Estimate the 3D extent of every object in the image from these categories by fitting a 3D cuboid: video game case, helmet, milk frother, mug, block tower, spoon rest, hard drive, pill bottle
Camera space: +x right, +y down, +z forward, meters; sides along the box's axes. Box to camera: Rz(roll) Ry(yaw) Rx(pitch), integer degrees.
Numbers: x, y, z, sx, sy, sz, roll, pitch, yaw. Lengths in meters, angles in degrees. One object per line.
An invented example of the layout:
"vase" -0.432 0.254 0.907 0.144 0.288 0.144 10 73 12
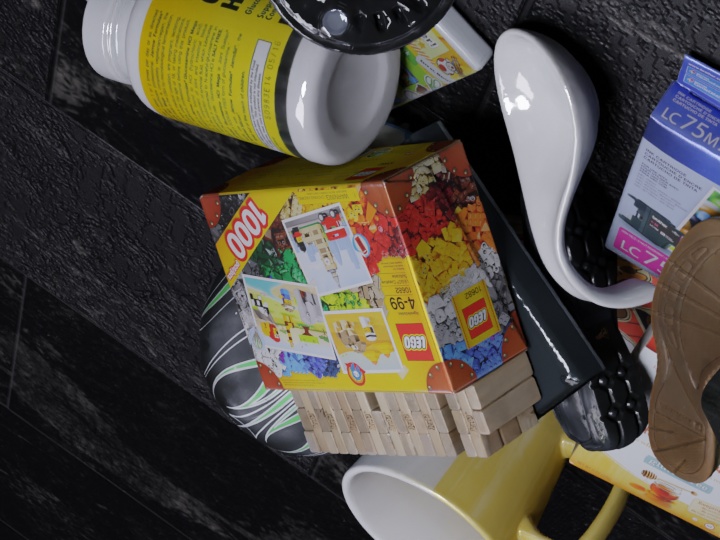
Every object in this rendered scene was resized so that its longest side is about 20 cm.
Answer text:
"video game case" -0.026 -0.191 1.661 0.200 0.023 0.182 46 152 -14
"helmet" -0.024 0.042 1.858 0.200 0.200 0.191 43 170 -11
"milk frother" 0.046 -0.213 1.430 0.199 0.181 0.188 7 -171 -1
"mug" 0.103 0.156 1.898 0.186 0.153 0.149 36 153 3
"block tower" 0.034 0.091 1.681 0.200 0.058 0.054 -3 111 51
"spoon rest" 0.131 -0.061 1.581 0.099 0.061 0.200 16 131 65
"hard drive" 0.067 0.016 1.671 0.200 0.033 0.140 57 143 8
"pill bottle" -0.083 -0.146 1.642 0.200 0.113 0.113 18 147 30

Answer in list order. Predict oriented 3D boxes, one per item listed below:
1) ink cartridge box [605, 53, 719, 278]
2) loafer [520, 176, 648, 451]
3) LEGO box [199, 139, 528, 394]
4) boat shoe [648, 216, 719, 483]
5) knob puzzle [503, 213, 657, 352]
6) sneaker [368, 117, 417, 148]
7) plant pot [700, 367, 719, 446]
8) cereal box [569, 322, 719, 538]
"ink cartridge box" 0.228 -0.045 1.561 0.119 0.042 0.200 32 151 11
"loafer" 0.140 0.026 1.676 0.070 0.068 0.201 -5 101 56
"LEGO box" 0.000 0.000 1.648 0.200 0.077 0.149 -3 110 51
"boat shoe" 0.234 0.043 1.582 0.072 0.072 0.200 30 134 35
"knob puzzle" 0.195 0.042 1.744 0.219 0.030 0.220 29 151 17
"sneaker" 0.060 -0.022 1.728 0.200 0.072 0.072 51 155 -8
"plant pot" 0.328 0.099 1.504 0.177 0.200 0.200 18 148 45
"cereal box" 0.244 0.105 1.721 0.144 0.040 0.200 26 144 2
